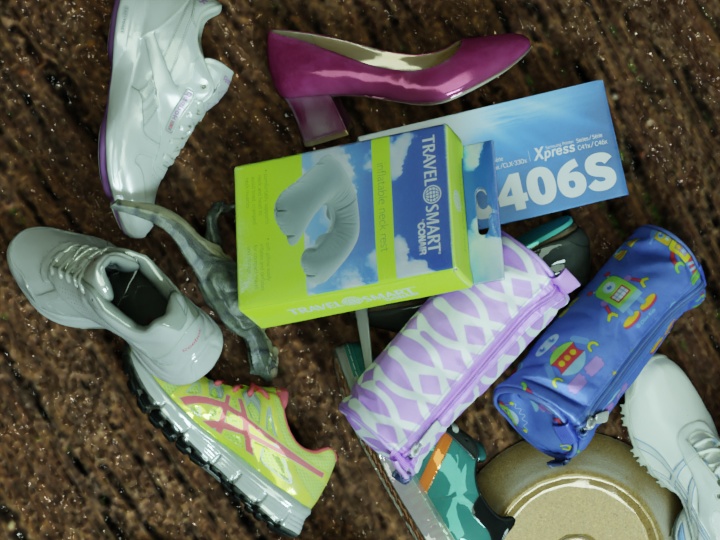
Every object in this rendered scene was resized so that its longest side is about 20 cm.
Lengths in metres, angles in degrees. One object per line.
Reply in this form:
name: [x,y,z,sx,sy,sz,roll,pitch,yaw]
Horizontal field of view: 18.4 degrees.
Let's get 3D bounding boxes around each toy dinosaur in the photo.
toy dinosaur: [-0.104,-0.006,1.730,0.200,0.047,0.088,51,54,-20]

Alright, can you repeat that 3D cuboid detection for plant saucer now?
plant saucer: [0.170,0.230,1.769,0.199,0.035,0.201,0,93,-3]

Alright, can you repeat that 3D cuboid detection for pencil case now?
pencil case: [0.071,0.063,1.669,0.084,0.085,0.200,42,85,-29]
pencil case: [0.189,0.056,1.707,0.200,0.087,0.078,-47,137,-22]

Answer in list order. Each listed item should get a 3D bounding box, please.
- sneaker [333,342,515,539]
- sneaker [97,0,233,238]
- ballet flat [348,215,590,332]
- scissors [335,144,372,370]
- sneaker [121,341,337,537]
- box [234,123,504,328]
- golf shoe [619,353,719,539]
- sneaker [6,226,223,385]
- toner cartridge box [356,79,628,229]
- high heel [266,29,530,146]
sneaker: [0.050,0.137,1.744,0.080,0.071,0.201,-28,85,-10]
sneaker: [-0.152,-0.124,1.723,0.099,0.075,0.201,5,92,-1]
ballet flat: [0.092,0.022,1.745,0.199,0.068,0.069,-20,101,-1]
scissors: [0.000,0.000,1.716,0.073,0.014,0.201,-34,65,37]
sneaker: [-0.102,0.115,1.742,0.200,0.078,0.090,43,78,-6]
box: [0.004,-0.035,1.671,0.199,0.048,0.123,-11,67,19]
golf shoe: [0.274,0.154,1.732,0.078,0.097,0.201,-25,93,-32]
sneaker: [-0.194,0.006,1.690,0.199,0.100,0.078,25,68,25]
toner cartridge box: [0.104,-0.082,1.750,0.199,0.043,0.096,-14,91,-1]
high heel: [0.028,-0.173,1.733,0.199,0.067,0.096,-18,103,12]
